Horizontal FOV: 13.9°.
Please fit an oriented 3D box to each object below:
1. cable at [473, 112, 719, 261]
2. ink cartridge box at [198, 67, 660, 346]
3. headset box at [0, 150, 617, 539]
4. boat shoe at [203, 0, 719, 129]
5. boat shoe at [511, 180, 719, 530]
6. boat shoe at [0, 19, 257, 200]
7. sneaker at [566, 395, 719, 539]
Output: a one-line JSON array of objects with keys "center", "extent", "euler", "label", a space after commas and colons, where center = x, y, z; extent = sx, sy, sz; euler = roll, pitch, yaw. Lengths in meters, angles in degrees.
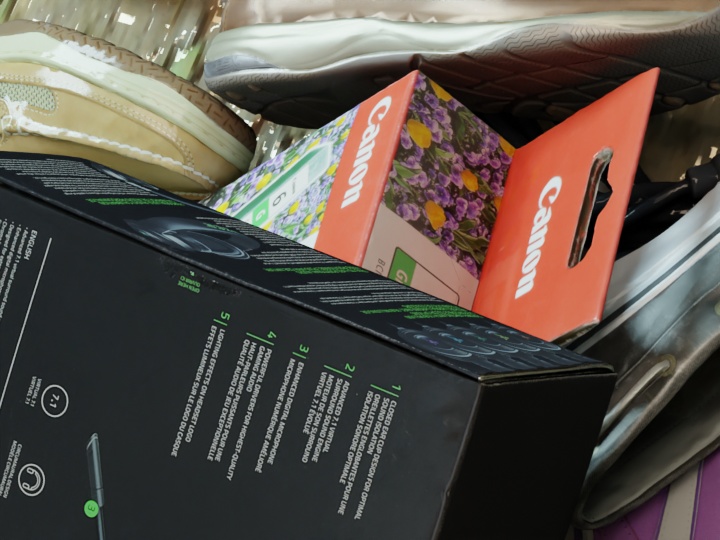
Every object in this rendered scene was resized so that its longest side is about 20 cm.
[{"center": [0.126, -0.075, 0.982], "extent": [0.199, 0.051, 0.164], "euler": [14, 77, 23], "label": "cable"}, {"center": [0.000, 0.000, 0.930], "extent": [0.200, 0.050, 0.109], "euler": [-29, 33, 42], "label": "ink cartridge box"}, {"center": [-0.042, 0.079, 0.834], "extent": [0.200, 0.093, 0.175], "euler": [21, 100, 26], "label": "headset box"}, {"center": [0.039, -0.091, 0.965], "extent": [0.199, 0.076, 0.072], "euler": [0, 74, 25], "label": "boat shoe"}, {"center": [0.129, 0.011, 0.900], "extent": [0.200, 0.072, 0.071], "euler": [-37, 55, -1], "label": "boat shoe"}, {"center": [-0.126, -0.046, 1.054], "extent": [0.200, 0.072, 0.076], "euler": [15, 71, 37], "label": "boat shoe"}, {"center": [0.112, 0.129, 0.894], "extent": [0.114, 0.073, 0.201], "euler": [-5, 67, 15], "label": "sneaker"}]
